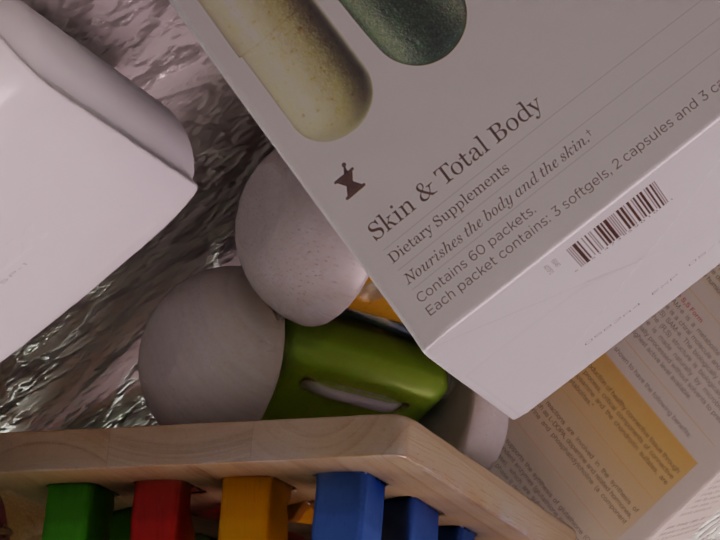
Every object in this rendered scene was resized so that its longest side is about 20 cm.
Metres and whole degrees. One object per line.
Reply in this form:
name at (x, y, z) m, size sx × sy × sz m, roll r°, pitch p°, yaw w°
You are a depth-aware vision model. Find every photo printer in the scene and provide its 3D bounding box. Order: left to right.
photo printer at (-0.158, -0.024, 0.901) m, size 0.166 × 0.070 × 0.200 m, roll -38°, pitch 162°, yaw 5°

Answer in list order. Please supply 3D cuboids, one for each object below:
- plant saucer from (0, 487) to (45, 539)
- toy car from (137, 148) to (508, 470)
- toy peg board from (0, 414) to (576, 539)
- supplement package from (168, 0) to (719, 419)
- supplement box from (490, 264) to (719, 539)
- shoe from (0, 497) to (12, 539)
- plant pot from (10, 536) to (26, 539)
plant saucer at (-0.162, 0.198, 1.225) m, size 0.035 × 0.201 × 0.200 m, roll 8°, pitch 135°, yaw -39°
toy car at (0.000, 0.000, 1.131) m, size 0.175 × 0.150 × 0.200 m, roll 15°, pitch 127°, yaw -32°
toy peg board at (-0.034, 0.139, 1.107) m, size 0.199 × 0.098 × 0.200 m, roll -4°, pitch 160°, yaw 25°
supplement package at (0.041, -0.079, 0.914) m, size 0.152 × 0.200 × 0.151 m, roll -38°, pitch 161°, yaw 5°
supplement box at (0.128, 0.057, 1.197) m, size 0.200 × 0.126 × 0.073 m, roll -46°, pitch 160°, yaw 20°
shoe at (-0.180, 0.101, 1.130) m, size 0.071 × 0.091 × 0.200 m, roll -25°, pitch 159°, yaw -29°
plant pot at (-0.093, 0.212, 1.313) m, size 0.187 × 0.200 × 0.187 m, roll -17°, pitch 153°, yaw -9°
